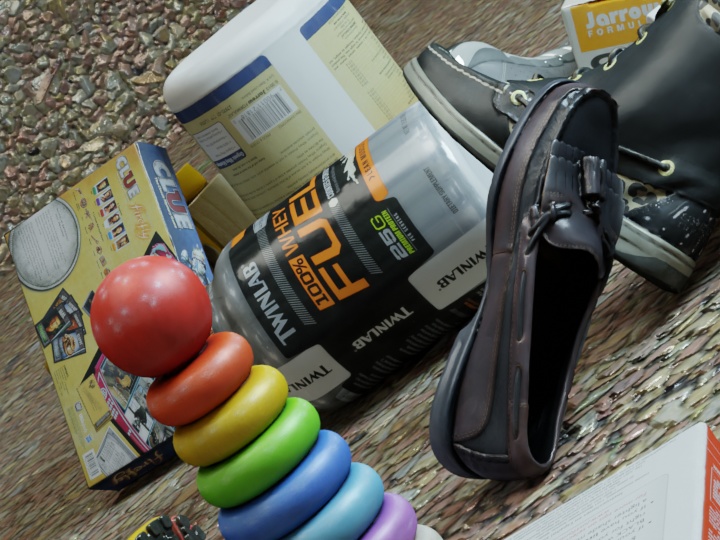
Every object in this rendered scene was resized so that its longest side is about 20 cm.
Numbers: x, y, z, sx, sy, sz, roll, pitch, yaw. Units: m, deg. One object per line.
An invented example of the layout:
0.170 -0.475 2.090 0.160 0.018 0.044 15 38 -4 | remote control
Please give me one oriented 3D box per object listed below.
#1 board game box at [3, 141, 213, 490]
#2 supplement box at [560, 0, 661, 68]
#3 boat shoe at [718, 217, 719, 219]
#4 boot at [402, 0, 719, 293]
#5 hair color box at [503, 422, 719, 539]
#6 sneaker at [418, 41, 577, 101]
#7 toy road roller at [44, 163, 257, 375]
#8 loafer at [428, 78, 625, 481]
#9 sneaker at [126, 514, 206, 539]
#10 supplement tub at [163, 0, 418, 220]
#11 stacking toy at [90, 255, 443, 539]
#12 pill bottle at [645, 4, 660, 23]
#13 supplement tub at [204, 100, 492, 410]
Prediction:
-0.159 0.032 1.715 0.135 0.200 0.035 -32 -23 28 | board game box
0.207 -0.174 1.575 0.126 0.074 0.200 -11 20 18 | supplement box
0.243 -0.103 1.284 0.200 0.065 0.071 -35 11 19 | boat shoe
0.131 -0.100 1.288 0.154 0.204 0.073 -54 -34 7 | boot
0.082 0.138 0.825 0.111 0.064 0.200 -33 11 19 | hair color box
0.134 -0.088 1.581 0.200 0.115 0.075 -5 -54 -48 | sneaker
-0.150 0.031 1.863 0.146 0.123 0.200 -43 5 41 | toy road roller
0.093 0.006 1.189 0.063 0.072 0.200 7 76 52 | loafer
-0.143 0.203 1.278 0.082 0.078 0.200 -35 1 35 | sneaker
-0.025 -0.091 1.733 0.144 0.200 0.144 -36 11 8 | supplement tub
-0.051 0.079 1.126 0.085 0.200 0.085 -37 11 8 | stacking toy
0.259 -0.167 1.369 0.200 0.112 0.112 -38 11 2 | pill bottle
0.000 0.000 1.488 0.200 0.123 0.123 -37 11 13 | supplement tub
